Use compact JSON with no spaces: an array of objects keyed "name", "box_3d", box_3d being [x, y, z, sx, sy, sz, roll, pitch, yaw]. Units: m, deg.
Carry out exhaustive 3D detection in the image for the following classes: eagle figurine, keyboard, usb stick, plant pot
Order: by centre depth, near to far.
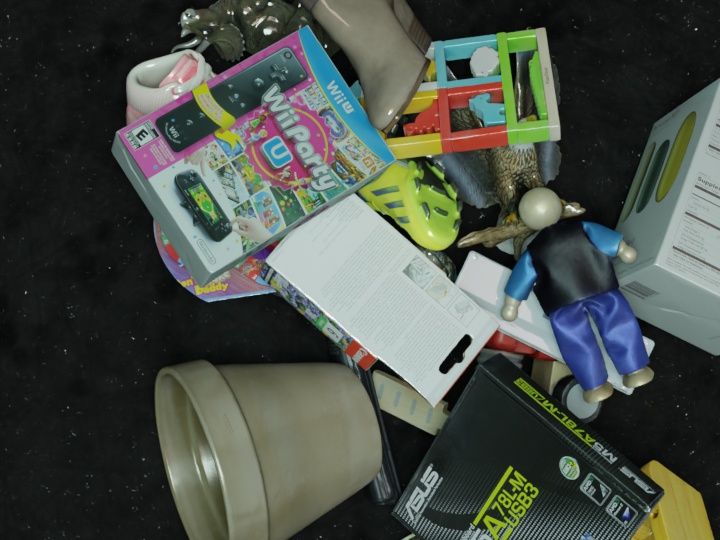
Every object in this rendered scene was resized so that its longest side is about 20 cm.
[{"name":"plant pot","box_3d":[-0.081,0.164,1.189,0.173,0.200,0.201,-16,93,-22]},{"name":"keyboard","box_3d":[0.180,0.050,1.198,0.199,0.011,0.057,26,83,-6]},{"name":"eagle figurine","box_3d":[0.143,-0.123,1.245,0.151,0.151,0.201,9,51,-45]},{"name":"usb stick","box_3d":[0.000,0.133,1.250,0.032,0.055,0.201,-15,91,-16]}]

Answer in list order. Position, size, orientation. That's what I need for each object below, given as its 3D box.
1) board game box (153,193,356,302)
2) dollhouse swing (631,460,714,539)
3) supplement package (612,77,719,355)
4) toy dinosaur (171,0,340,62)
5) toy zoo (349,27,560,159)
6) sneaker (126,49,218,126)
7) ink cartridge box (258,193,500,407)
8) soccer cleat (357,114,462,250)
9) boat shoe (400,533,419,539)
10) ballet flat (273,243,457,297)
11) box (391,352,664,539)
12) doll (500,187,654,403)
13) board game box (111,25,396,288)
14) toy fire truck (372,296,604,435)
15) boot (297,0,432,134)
[{"name":"board game box","box_3d":[-0.099,-0.057,1.206,0.199,0.039,0.159,-8,64,-6]},{"name":"dollhouse swing","box_3d":[0.200,0.276,1.182,0.175,0.183,0.200,22,132,-28]},{"name":"supplement package","box_3d":[0.346,-0.047,1.225,0.150,0.152,0.201,26,74,-7]},{"name":"toy dinosaur","box_3d":[-0.077,-0.238,1.235,0.199,0.077,0.103,12,102,-12]},{"name":"toy zoo","box_3d":[0.080,-0.164,1.182,0.199,0.021,0.132,-7,52,6]},{"name":"sneaker","box_3d":[-0.131,-0.141,1.173,0.199,0.105,0.076,15,48,16]},{"name":"ink cartridge box","box_3d":[0.017,0.026,1.156,0.200,0.050,0.109,41,68,2]},{"name":"soccer cleat","box_3d":[0.036,-0.076,1.197,0.064,0.201,0.084,19,121,-37]},{"name":"boat shoe","box_3d":[0.034,0.318,1.251,0.201,0.075,0.075,-27,95,-6]},{"name":"ballet flat","box_3d":[0.000,0.000,1.242,0.199,0.072,0.073,1,91,-7]},{"name":"box","box_3d":[0.145,0.210,1.149,0.193,0.047,0.201,39,123,18]},{"name":"doll","box_3d":[0.194,0.019,1.164,0.136,0.048,0.201,-22,93,15]},{"name":"board game box","box_3d":[-0.093,-0.101,1.109,0.199,0.064,0.148,-33,87,-21]},{"name":"toy fire truck","box_3d":[0.123,0.104,1.247,0.199,0.129,0.177,8,90,-17]},{"name":"boot","box_3d":[-0.007,-0.217,1.129,0.146,0.200,0.070,40,120,-15]}]
